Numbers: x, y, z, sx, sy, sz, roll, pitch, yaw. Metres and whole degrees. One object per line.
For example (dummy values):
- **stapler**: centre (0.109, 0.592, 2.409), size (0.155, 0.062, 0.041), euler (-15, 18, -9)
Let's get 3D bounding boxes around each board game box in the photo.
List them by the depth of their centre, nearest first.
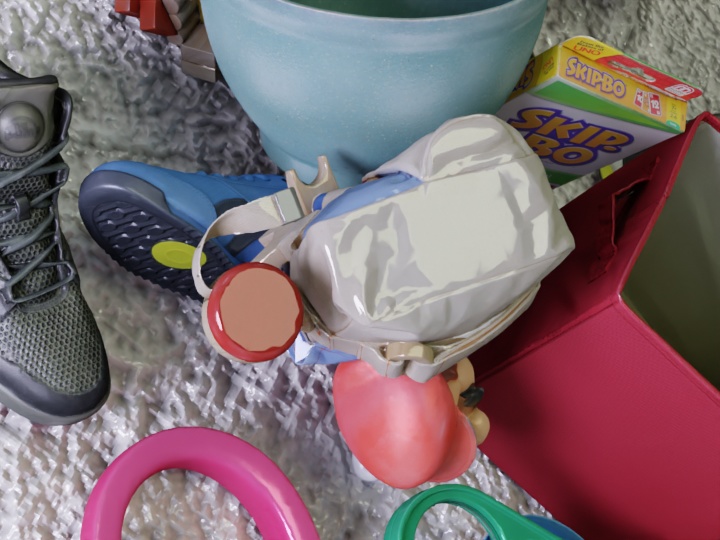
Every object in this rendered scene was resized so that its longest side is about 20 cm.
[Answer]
- **board game box**: centre (0.106, -0.084, 0.987), size (0.095, 0.200, 0.030), euler (19, 65, -27)

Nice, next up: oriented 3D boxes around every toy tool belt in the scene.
- **toy tool belt**: centre (0.000, 0.000, 0.837), size (0.199, 0.123, 0.126), euler (-22, 92, -21)

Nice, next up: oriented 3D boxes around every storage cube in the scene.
- **storage cube**: centre (0.182, 0.048, 0.990), size (0.200, 0.180, 0.171), euler (41, 50, -10)

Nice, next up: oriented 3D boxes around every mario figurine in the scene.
- **mario figurine**: centre (0.050, 0.051, 0.930), size (0.105, 0.124, 0.201), euler (5, 39, 12)

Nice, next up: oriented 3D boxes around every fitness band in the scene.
- **fitness band**: centre (-0.072, 0.178, 0.836), size (0.143, 0.037, 0.202), euler (-10, 75, -39)

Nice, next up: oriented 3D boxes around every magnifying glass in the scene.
- **magnifying glass**: centre (0.098, 0.162, 0.914), size (0.199, 0.022, 0.080), euler (7, 63, -31)

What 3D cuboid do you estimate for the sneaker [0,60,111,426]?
- **sneaker**: centre (-0.174, -0.022, 0.813), size (0.076, 0.114, 0.201), euler (-20, 82, -36)

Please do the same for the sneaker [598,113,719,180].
- **sneaker**: centre (0.264, -0.070, 1.172), size (0.199, 0.084, 0.075), euler (-8, 73, -38)

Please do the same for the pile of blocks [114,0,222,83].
- **pile of blocks**: centre (-0.126, -0.183, 0.949), size (0.200, 0.082, 0.062), euler (40, 50, -13)

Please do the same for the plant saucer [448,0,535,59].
- **plant saucer**: centre (0.079, -0.165, 1.060), size (0.202, 0.036, 0.201), euler (63, 6, -13)

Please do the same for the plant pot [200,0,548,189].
- **plant pot**: centre (0.005, -0.127, 0.916), size (0.198, 0.135, 0.201), euler (3, 35, -2)

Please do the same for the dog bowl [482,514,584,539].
- **dog bowl**: centre (0.079, 0.233, 0.909), size (0.111, 0.050, 0.201), euler (35, 52, -16)

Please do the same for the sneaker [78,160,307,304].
- **sneaker**: centre (-0.072, -0.025, 0.901), size (0.199, 0.066, 0.079), euler (28, 58, -41)
